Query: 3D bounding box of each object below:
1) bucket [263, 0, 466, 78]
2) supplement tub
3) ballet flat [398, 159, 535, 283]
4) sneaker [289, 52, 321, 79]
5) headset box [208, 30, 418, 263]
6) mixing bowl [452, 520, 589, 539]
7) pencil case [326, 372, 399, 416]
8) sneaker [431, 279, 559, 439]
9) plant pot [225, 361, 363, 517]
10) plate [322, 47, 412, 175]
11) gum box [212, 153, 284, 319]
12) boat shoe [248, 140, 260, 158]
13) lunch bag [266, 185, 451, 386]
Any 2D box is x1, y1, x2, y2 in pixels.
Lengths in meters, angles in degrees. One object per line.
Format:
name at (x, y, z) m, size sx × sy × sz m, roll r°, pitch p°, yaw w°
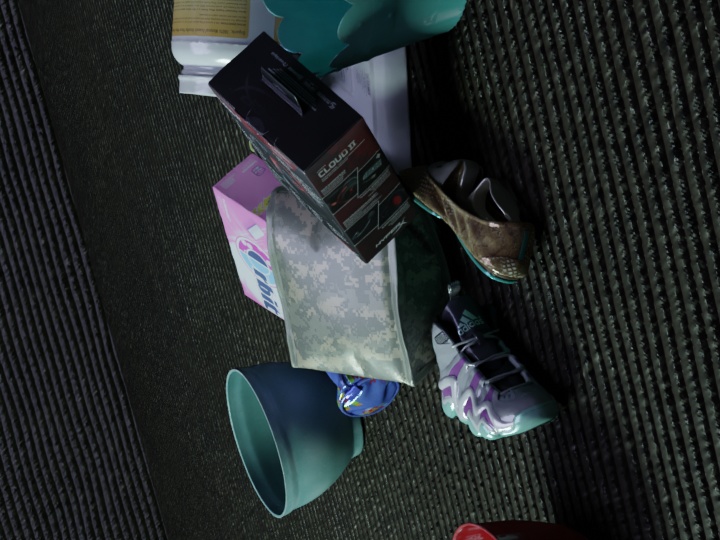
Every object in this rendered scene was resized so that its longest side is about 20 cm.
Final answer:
bucket at (-0.002, -0.284, 1.281) m, size 0.207 × 0.134 × 0.208 m, roll 51°, pitch 150°, yaw 45°
supplement tub at (-0.128, -0.285, 1.535) m, size 0.144 × 0.144 × 0.201 m, roll -162°, pitch 75°, yaw -66°
ballet flat at (0.102, -0.063, 1.317) m, size 0.200 × 0.070 × 0.066 m, roll 47°, pitch 120°, yaw 46°
sneaker at (-0.036, -0.286, 1.429) m, size 0.078 × 0.066 × 0.201 m, roll -115°, pitch 37°, yaw -68°
headset box at (-0.044, -0.115, 1.310) m, size 0.149 × 0.075 × 0.200 m, roll 43°, pitch 174°, yaw 32°
mixing bowl at (0.176, 0.311, 1.333) m, size 0.200 × 0.108 × 0.201 m, roll 52°, pitch 151°, yaw 43°
pencil case at (-0.029, 0.080, 1.727) m, size 0.078 × 0.087 × 0.200 m, roll -51°, pitch 53°, yaw 28°
sneaker at (0.113, 0.077, 1.356) m, size 0.200 × 0.077 × 0.141 m, roll 6°, pitch 112°, yaw 68°
plant pot at (-0.078, 0.205, 1.885) m, size 0.200 × 0.133 × 0.201 m, roll 51°, pitch 151°, yaw 44°
plate at (-0.006, -0.217, 1.500) m, size 0.200 × 0.032 × 0.201 m, roll -134°, pitch 33°, yaw -52°
gum box at (-0.088, -0.022, 1.631) m, size 0.113 × 0.066 × 0.201 m, roll 32°, pitch 152°, yaw 31°
boat shoe at (-0.092, -0.151, 1.656) m, size 0.201 × 0.060 × 0.072 m, roll 45°, pitch 130°, yaw 44°
lunch bag at (0.000, 0.000, 1.471) m, size 0.163 × 0.117 × 0.201 m, roll 5°, pitch 117°, yaw 36°
